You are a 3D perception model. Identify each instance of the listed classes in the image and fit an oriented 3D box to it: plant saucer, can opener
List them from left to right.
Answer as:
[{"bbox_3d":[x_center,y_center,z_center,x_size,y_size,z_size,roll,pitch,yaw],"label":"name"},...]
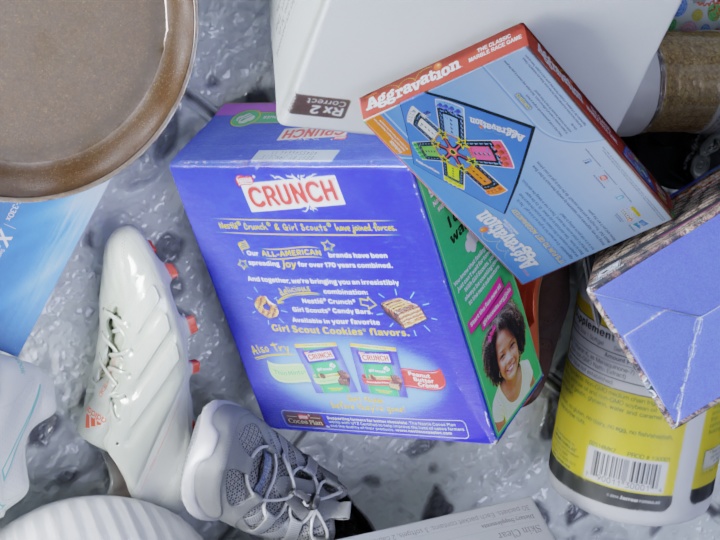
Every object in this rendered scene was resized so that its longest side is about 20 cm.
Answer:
[{"bbox_3d":[-0.188,-0.139,1.531,0.199,0.032,0.201,0,96,0],"label":"plant saucer"},{"bbox_3d":[0.244,-0.090,1.821,0.199,0.079,0.064,-4,119,-40],"label":"can opener"}]

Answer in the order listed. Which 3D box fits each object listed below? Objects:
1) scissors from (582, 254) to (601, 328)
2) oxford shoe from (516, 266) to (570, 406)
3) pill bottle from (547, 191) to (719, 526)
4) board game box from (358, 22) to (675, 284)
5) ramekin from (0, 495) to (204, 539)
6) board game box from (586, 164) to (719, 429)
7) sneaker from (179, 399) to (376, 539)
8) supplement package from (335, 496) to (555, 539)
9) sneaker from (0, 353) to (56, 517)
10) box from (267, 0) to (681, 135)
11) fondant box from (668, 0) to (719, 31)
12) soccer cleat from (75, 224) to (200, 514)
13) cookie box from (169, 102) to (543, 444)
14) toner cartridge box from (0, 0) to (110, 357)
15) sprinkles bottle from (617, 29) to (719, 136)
[{"bbox_3d":[0.132,-0.067,1.738,0.073,0.014,0.201,15,73,-61],"label":"scissors"},{"bbox_3d":[0.104,-0.008,1.789,0.072,0.071,0.201,-11,113,-63],"label":"oxford shoe"},{"bbox_3d":[0.193,0.057,1.826,0.114,0.114,0.201,-2,112,-29],"label":"pill bottle"},{"bbox_3d":[0.091,-0.062,1.547,0.103,0.020,0.200,-24,143,18],"label":"board game box"},{"bbox_3d":[-0.162,0.231,1.681,0.199,0.105,0.201,-10,129,-13],"label":"ramekin"},{"bbox_3d":[0.229,-0.005,1.646,0.159,0.200,0.097,-32,94,10],"label":"board game box"},{"bbox_3d":[-0.045,0.133,1.706,0.200,0.082,0.075,39,64,-59],"label":"sneaker"},{"bbox_3d":[0.026,0.245,1.756,0.199,0.111,0.156,-9,149,-38],"label":"supplement package"},{"bbox_3d":[-0.240,0.137,1.634,0.080,0.070,0.201,11,116,-42],"label":"sneaker"},{"bbox_3d":[0.066,-0.178,1.516,0.198,0.131,0.200,5,141,-16],"label":"box"},{"bbox_3d":[0.245,-0.216,1.772,0.144,0.058,0.201,0,110,-29],"label":"fondant box"},{"bbox_3d":[-0.138,0.068,1.674,0.077,0.069,0.201,-18,121,-19],"label":"soccer cleat"},{"bbox_3d":[0.000,0.000,1.655,0.075,0.170,0.201,-53,135,-44],"label":"cookie box"},{"bbox_3d":[-0.198,-0.058,1.598,0.095,0.043,0.201,23,98,-35],"label":"toner cartridge box"},{"bbox_3d":[0.228,-0.118,1.729,0.199,0.068,0.069,-2,112,-29],"label":"sprinkles bottle"}]
